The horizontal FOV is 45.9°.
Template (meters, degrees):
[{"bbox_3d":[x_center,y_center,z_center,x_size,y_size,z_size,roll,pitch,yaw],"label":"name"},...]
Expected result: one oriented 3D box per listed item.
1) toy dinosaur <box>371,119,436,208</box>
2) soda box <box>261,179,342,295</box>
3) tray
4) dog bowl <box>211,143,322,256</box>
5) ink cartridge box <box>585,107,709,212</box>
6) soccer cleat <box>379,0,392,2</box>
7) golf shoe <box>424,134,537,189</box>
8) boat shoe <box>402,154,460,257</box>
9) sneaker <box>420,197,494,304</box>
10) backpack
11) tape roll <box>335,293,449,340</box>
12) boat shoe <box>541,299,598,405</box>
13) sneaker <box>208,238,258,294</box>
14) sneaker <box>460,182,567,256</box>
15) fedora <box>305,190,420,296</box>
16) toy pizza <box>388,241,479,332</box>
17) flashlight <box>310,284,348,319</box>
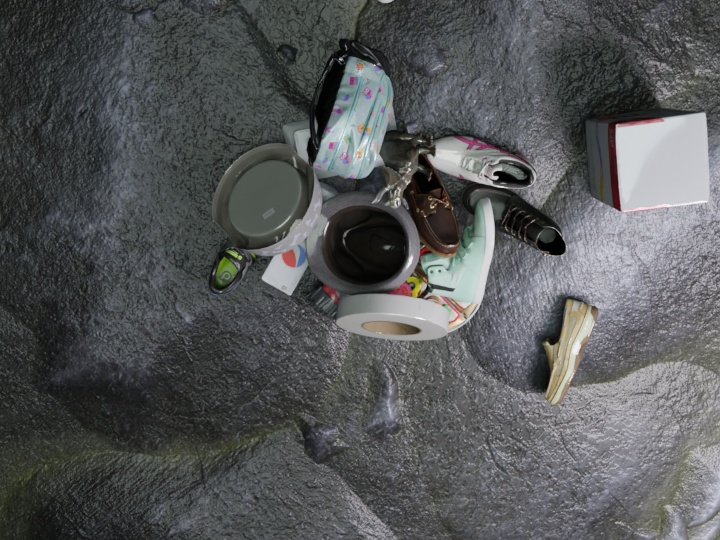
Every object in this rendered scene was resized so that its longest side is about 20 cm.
[{"bbox_3d":[0.068,-0.201,1.422,0.102,0.201,0.077,1,145,-8],"label":"toy dinosaur"},{"bbox_3d":[-0.102,-0.060,1.523,0.063,0.068,0.201,29,103,-7],"label":"soda box"},{"bbox_3d":[-0.032,-0.225,1.493,0.199,0.022,0.108,-12,90,4],"label":"tray"},{"bbox_3d":[-0.154,-0.115,1.449,0.199,0.059,0.201,-10,64,22],"label":"dog bowl"},{"bbox_3d":[0.472,-0.188,1.419,0.144,0.200,0.146,-8,102,2],"label":"ink cartridge box"},{"bbox_3d":[0.078,-0.535,1.392,0.068,0.085,0.201,30,102,-7],"label":"soccer cleat"},{"bbox_3d":[0.210,-0.189,1.477,0.199,0.092,0.073,11,105,-1],"label":"golf shoe"},{"bbox_3d":[0.117,-0.116,1.448,0.070,0.201,0.070,-11,148,-25],"label":"boat shoe"},{"bbox_3d":[0.166,-0.035,1.479,0.117,0.074,0.202,7,118,0],"label":"sneaker"},{"bbox_3d":[-0.017,-0.254,1.398,0.126,0.167,0.201,15,79,-1],"label":"backpack"},{"bbox_3d":[0.056,0.084,1.482,0.201,0.203,0.037,7,74,-1],"label":"tape roll"},{"bbox_3d":[0.372,0.149,1.580,0.076,0.072,0.201,20,97,10],"label":"boat shoe"},{"bbox_3d":[-0.209,-0.037,1.522,0.071,0.083,0.200,32,99,-6],"label":"sneaker"},{"bbox_3d":[0.273,-0.093,1.492,0.199,0.106,0.075,24,104,-5],"label":"sneaker"},{"bbox_3d":[0.014,-0.045,1.460,0.199,0.090,0.178,1,92,20],"label":"fedora"},{"bbox_3d":[0.131,0.027,1.562,0.199,0.032,0.202,0,104,0],"label":"toy pizza"},{"bbox_3d":[0.000,0.000,1.541,0.200,0.068,0.068,-44,126,9],"label":"flashlight"}]
